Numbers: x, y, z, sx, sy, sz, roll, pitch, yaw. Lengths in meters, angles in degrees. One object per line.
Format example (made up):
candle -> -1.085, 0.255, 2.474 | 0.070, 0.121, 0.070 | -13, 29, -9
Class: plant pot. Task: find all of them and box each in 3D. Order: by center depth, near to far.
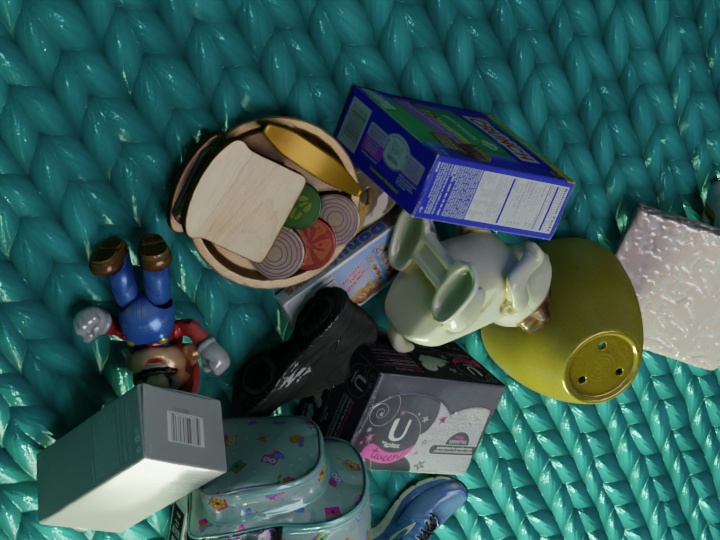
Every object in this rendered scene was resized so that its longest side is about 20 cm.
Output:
plant pot -> 0.263, 0.080, 1.821 | 0.199, 0.142, 0.201 | -8, 119, -15

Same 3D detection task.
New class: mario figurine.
mario figurine -> -0.211, 0.069, 1.530 | 0.106, 0.123, 0.201 | -40, 131, -37

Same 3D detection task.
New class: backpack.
backpack -> -0.085, 0.244, 1.610 | 0.199, 0.176, 0.154 | 1, 117, -6

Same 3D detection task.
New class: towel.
towel -> 0.401, 0.023, 1.917 | 0.199, 0.032, 0.192 | 18, 117, -8

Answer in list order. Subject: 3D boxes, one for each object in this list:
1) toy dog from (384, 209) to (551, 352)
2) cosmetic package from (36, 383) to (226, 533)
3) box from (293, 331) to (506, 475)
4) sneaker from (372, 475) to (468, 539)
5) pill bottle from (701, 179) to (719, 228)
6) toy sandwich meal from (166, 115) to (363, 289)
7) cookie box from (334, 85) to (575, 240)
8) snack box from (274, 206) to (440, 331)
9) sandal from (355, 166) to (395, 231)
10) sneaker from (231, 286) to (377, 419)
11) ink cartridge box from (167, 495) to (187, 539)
toy dog -> 0.137, 0.022, 1.706 | 0.199, 0.140, 0.194 | -3, 123, -40
cosmetic package -> -0.238, 0.197, 1.547 | 0.107, 0.091, 0.200 | 17, 146, -41
box -> 0.047, 0.156, 1.765 | 0.199, 0.115, 0.133 | 10, 110, -38
sneaker -> 0.065, 0.345, 1.911 | 0.200, 0.089, 0.079 | -42, 134, -6
pill bottle -> 0.500, -0.014, 1.978 | 0.116, 0.116, 0.201 | -17, 126, -26
toy sandwich meal -> -0.090, -0.066, 1.532 | 0.204, 0.070, 0.206 | -5, 110, -14
cookie box -> 0.099, -0.114, 1.599 | 0.199, 0.171, 0.075 | 8, 116, -39
snack box -> 0.000, 0.000, 1.697 | 0.200, 0.024, 0.072 | -36, 132, -12
sandal -> -0.037, -0.056, 1.616 | 0.199, 0.054, 0.081 | -20, 127, -24
sneaker -> -0.060, 0.110, 1.663 | 0.200, 0.076, 0.091 | -42, 128, 19
ink cartridge box -> -0.166, 0.269, 1.738 | 0.099, 0.039, 0.201 | -6, 120, -31
